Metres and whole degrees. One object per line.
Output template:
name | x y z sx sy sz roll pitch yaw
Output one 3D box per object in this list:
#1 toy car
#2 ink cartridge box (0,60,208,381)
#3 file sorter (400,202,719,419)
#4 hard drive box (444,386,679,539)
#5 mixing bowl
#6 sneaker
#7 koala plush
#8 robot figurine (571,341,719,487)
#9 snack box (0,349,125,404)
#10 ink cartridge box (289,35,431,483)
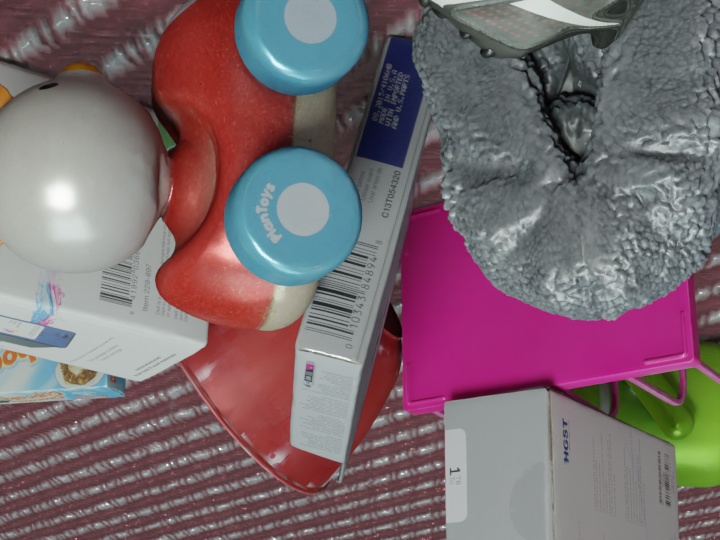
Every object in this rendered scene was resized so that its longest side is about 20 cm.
toy car | -0.114 -0.064 0.784 0.199 0.178 0.184 4 172 -15
ink cartridge box | -0.191 -0.032 0.928 0.199 0.146 0.087 16 154 -32
file sorter | 0.143 0.025 1.052 0.199 0.140 0.125 -13 156 30
hard drive box | 0.136 0.174 1.033 0.076 0.157 0.200 -11 158 31
mixing bowl | -0.043 0.037 1.064 0.108 0.201 0.200 -37 145 10
sneaker | 0.046 -0.144 0.728 0.199 0.071 0.098 5 135 -8
koala plush | 0.144 -0.053 0.856 0.176 0.185 0.200 -9 166 25
robot figurine | 0.227 0.113 1.268 0.199 0.116 0.176 2 159 -1
snack box | -0.261 0.035 1.120 0.199 0.117 0.037 -5 163 13
ink cartridge box | 0.000 0.000 0.919 0.043 0.197 0.200 14 154 1
